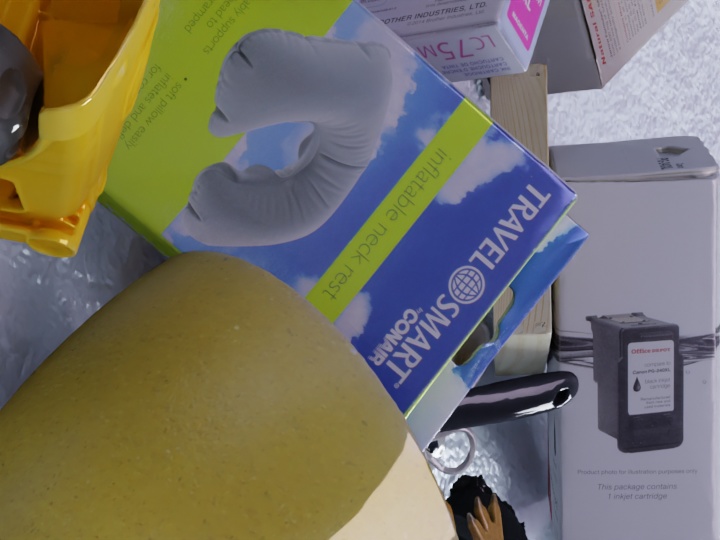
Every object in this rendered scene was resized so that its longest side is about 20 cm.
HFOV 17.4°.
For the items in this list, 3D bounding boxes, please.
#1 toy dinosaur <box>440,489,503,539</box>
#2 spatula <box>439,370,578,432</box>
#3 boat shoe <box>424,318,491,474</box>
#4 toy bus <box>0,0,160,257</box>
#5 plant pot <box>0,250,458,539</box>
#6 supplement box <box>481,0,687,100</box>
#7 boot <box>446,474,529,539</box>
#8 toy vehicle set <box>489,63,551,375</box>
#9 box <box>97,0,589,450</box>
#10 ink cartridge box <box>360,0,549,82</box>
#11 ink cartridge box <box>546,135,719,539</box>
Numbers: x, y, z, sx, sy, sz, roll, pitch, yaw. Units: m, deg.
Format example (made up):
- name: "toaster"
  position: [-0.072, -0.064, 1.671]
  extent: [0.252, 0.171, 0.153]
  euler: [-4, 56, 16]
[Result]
- name: "toy dinosaur"
  position: [0.005, 0.127, 0.957]
  extent: [0.200, 0.106, 0.060]
  euler: [65, 31, -12]
- name: "spatula"
  position: [0.015, 0.070, 1.010]
  extent: [0.200, 0.021, 0.057]
  euler: [-16, 131, -33]
- name: "boat shoe"
  position: [0.009, 0.074, 1.063]
  extent: [0.202, 0.086, 0.075]
  euler: [-42, 121, -52]
- name: "toy bus"
  position: [-0.161, -0.084, 0.767]
  extent: [0.192, 0.200, 0.136]
  euler: [103, 2, -63]
- name: "plant pot"
  position: [-0.078, 0.112, 0.849]
  extent: [0.142, 0.200, 0.200]
  euler: [-28, 112, -33]
- name: "supplement box"
  position: [0.123, -0.189, 1.290]
  extent: [0.200, 0.073, 0.126]
  euler: [-43, 122, -52]
- name: "boot"
  position: [0.048, 0.154, 1.078]
  extent: [0.163, 0.073, 0.199]
  euler: [-76, 157, -58]
- name: "toy vehicle set"
  position: [0.078, -0.019, 1.155]
  extent: [0.200, 0.026, 0.125]
  euler: [66, 23, -81]
- name: "box"
  position: [-0.012, -0.032, 0.912]
  extent: [0.200, 0.048, 0.122]
  euler: [40, 84, -11]
- name: "ink cartridge box"
  position: [0.045, -0.171, 1.120]
  extent: [0.042, 0.119, 0.200]
  euler: [50, 46, -41]
- name: "ink cartridge box"
  position: [0.137, 0.038, 1.204]
  extent: [0.145, 0.083, 0.200]
  euler: [-75, 163, -80]
